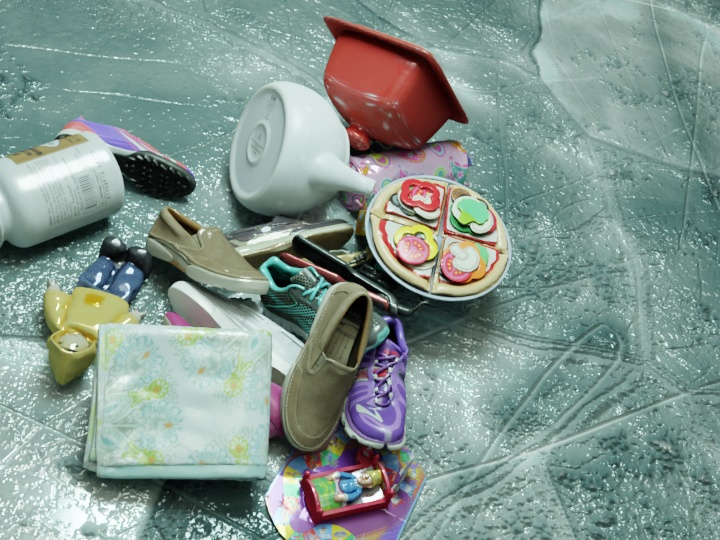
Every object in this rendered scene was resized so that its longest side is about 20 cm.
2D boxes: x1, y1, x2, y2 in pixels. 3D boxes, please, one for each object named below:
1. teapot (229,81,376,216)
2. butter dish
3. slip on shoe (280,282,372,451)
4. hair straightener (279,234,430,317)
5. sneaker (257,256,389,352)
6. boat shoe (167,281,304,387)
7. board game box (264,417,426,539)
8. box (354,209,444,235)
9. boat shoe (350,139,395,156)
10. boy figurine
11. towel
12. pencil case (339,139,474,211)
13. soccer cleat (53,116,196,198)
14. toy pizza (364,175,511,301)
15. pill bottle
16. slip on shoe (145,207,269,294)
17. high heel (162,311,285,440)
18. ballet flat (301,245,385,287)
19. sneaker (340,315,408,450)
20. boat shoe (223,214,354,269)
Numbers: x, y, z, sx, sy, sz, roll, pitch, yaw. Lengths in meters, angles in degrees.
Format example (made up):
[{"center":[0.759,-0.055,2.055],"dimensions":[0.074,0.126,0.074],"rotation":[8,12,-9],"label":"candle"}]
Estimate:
[{"center":[-0.083,-0.159,1.412],"dimensions":[0.146,0.197,0.200],"rotation":[12,59,-33],"label":"teapot"},{"center":[0.026,-0.238,1.440],"dimensions":[0.200,0.199,0.148],"rotation":[27,81,29],"label":"butter dish"},{"center":[-0.033,0.111,1.165],"dimensions":[0.076,0.061,0.200],"rotation":[24,83,-23],"label":"slip on shoe"},{"center":[0.000,0.000,1.301],"dimensions":[0.200,0.041,0.077],"rotation":[21,53,11],"label":"hair straightener"},{"center":[-0.055,0.041,1.252],"dimensions":[0.200,0.091,0.078],"rotation":[17,47,32],"label":"sneaker"},{"center":[-0.143,0.069,1.251],"dimensions":[0.200,0.072,0.069],"rotation":[32,52,10],"label":"boat shoe"},{"center":[-0.012,0.243,1.169],"dimensions":[0.158,0.039,0.200],"rotation":[28,47,6],"label":"board game box"},{"center":[0.099,-0.046,1.409],"dimensions":[0.199,0.119,0.042],"rotation":[10,91,-9],"label":"box"},{"center":[0.025,-0.204,1.553],"dimensions":[0.200,0.062,0.075],"rotation":[-22,62,-32],"label":"boat shoe"},{"center":[-0.325,0.048,1.218],"dimensions":[0.124,0.064,0.200],"rotation":[24,44,-2],"label":"boy figurine"},{"center":[-0.200,0.146,1.133],"dimensions":[0.199,0.048,0.172],"rotation":[4,76,-10],"label":"towel"},{"center":[0.067,-0.141,1.499],"dimensions":[0.200,0.088,0.088],"rotation":[-13,56,-29],"label":"pencil case"},{"center":[-0.315,-0.160,1.400],"dimensions":[0.200,0.068,0.073],"rotation":[18,43,0],"label":"soccer cleat"},{"center":[0.104,-0.049,1.322],"dimensions":[0.200,0.032,0.201],"rotation":[8,54,-11],"label":"toy pizza"},{"center":[-0.409,-0.093,1.274],"dimensions":[0.200,0.114,0.114],"rotation":[-27,63,-35],"label":"pill bottle"},{"center":[-0.188,-0.024,1.264],"dimensions":[0.200,0.061,0.076],"rotation":[24,10,40],"label":"slip on shoe"},{"center":[-0.150,0.115,1.208],"dimensions":[0.096,0.067,0.200],"rotation":[-31,70,-26],"label":"high heel"},{"center":[0.003,-0.010,1.377],"dimensions":[0.200,0.069,0.063],"rotation":[-10,47,-27],"label":"ballet flat"},{"center":[0.023,0.131,1.232],"dimensions":[0.080,0.084,0.200],"rotation":[10,39,-8],"label":"sneaker"},{"center":[-0.105,-0.043,1.366],"dimensions":[0.200,0.072,0.065],"rotation":[-17,63,-23],"label":"boat shoe"}]
